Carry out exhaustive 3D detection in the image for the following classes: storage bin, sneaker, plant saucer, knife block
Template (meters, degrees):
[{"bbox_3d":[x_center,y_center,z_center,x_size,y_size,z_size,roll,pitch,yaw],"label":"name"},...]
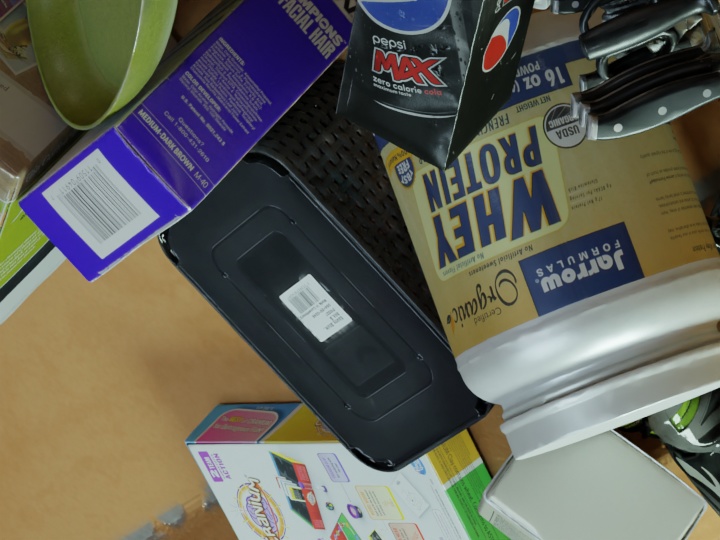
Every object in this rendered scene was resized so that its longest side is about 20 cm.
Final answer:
[{"bbox_3d":[0.000,0.000,1.687,0.200,0.094,0.135,46,141,-7],"label":"storage bin"},{"bbox_3d":[0.159,0.071,1.627,0.200,0.083,0.071,50,141,-11],"label":"sneaker"},{"bbox_3d":[-0.129,-0.172,1.516,0.200,0.031,0.201,178,90,-66],"label":"plant saucer"},{"bbox_3d":[0.191,-0.122,1.351,0.199,0.176,0.064,3,129,37],"label":"knife block"}]

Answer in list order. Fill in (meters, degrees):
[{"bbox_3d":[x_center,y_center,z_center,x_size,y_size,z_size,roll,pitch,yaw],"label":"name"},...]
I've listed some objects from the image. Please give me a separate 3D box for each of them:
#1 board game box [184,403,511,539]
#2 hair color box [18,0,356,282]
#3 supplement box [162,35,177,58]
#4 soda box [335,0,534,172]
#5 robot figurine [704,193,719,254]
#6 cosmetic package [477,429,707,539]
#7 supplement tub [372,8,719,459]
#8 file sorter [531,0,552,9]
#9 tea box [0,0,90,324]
[{"bbox_3d":[0.002,0.153,1.867,0.199,0.040,0.153,-3,124,41],"label":"board game box"},{"bbox_3d":[-0.082,-0.089,1.586,0.065,0.200,0.109,47,141,-9],"label":"hair color box"},{"bbox_3d":[-0.203,-0.154,1.727,0.126,0.074,0.200,-20,111,47],"label":"supplement box"},{"bbox_3d":[0.044,-0.144,1.338,0.063,0.071,0.201,29,138,16],"label":"soda box"},{"bbox_3d":[0.245,0.025,1.533,0.144,0.058,0.201,17,136,27],"label":"robot figurine"},{"bbox_3d":[0.124,0.130,1.641,0.105,0.071,0.200,36,175,4],"label":"cosmetic package"},{"bbox_3d":[0.100,-0.019,1.497,0.144,0.144,0.201,-28,80,49],"label":"supplement tub"},{"bbox_3d":[0.024,-0.232,1.428,0.199,0.125,0.139,15,133,29],"label":"file sorter"},{"bbox_3d":[-0.251,-0.086,1.664,0.200,0.134,0.197,35,139,8],"label":"tea box"}]
